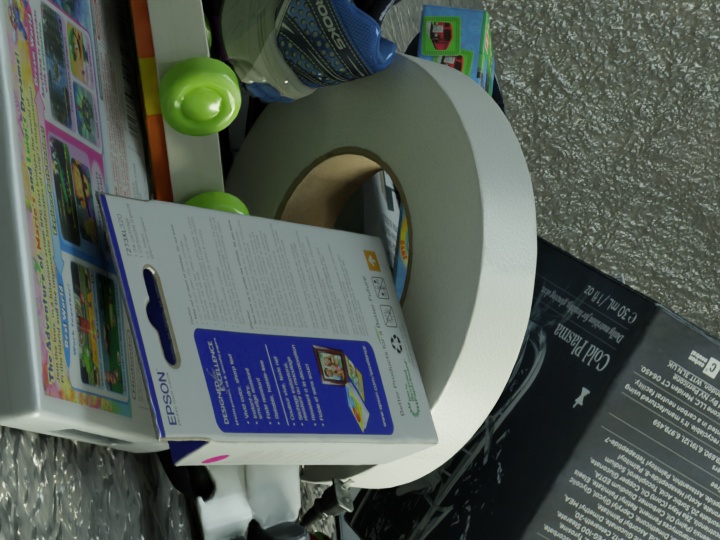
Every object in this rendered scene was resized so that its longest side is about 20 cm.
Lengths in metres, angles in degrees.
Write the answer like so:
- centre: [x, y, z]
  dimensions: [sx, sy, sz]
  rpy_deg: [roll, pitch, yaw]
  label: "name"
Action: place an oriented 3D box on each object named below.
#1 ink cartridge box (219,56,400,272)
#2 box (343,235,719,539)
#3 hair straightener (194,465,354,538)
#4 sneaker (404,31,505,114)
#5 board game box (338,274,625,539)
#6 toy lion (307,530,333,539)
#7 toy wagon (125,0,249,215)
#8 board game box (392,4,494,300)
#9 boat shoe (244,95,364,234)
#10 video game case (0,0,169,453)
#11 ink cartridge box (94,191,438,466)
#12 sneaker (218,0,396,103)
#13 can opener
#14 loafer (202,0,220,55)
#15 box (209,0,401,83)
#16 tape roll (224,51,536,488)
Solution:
- centre: [-0.018, -0.035, 1.244]
  dimensions: [0.146, 0.084, 0.202]
  rpy_deg: [49, 33, -75]
  label: "ink cartridge box"
- centre: [0.112, 0.105, 1.170]
  dimensions: [0.198, 0.123, 0.200]
  rpy_deg: [-60, -159, 2]
  label: "box"
- centre: [-0.039, 0.090, 0.980]
  dimensions: [0.041, 0.076, 0.202]
  rpy_deg: [-72, 152, -63]
  label: "hair straightener"
- centre: [0.051, -0.056, 1.256]
  dimensions: [0.079, 0.065, 0.201]
  rpy_deg: [-109, -174, -59]
  label: "sneaker"
- centre: [0.082, 0.116, 1.364]
  dimensions: [0.041, 0.198, 0.201]
  rpy_deg: [64, 19, -67]
  label: "board game box"
- centre: [0.034, 0.220, 1.103]
  dimensions: [0.192, 0.069, 0.200]
  rpy_deg: [42, 8, -37]
  label: "toy lion"
- centre: [-0.077, -0.071, 0.957]
  dimensions: [0.156, 0.039, 0.201]
  rpy_deg: [-104, -171, -49]
  label: "toy wagon"
- centre: [0.040, -0.018, 1.096]
  dimensions: [0.151, 0.036, 0.202]
  rpy_deg: [37, 60, -84]
  label: "board game box"
- centre: [-0.041, -0.027, 1.136]
  dimensions: [0.074, 0.066, 0.201]
  rpy_deg: [1, 92, -60]
  label: "boat shoe"
- centre: [-0.112, -0.037, 0.822]
  dimensions: [0.182, 0.023, 0.202]
  rpy_deg: [38, 44, -77]
  label: "video game case"
- centre: [-0.041, 0.027, 0.862]
  dimensions: [0.200, 0.037, 0.095]
  rpy_deg: [10, 61, -60]
  label: "ink cartridge box"
- centre: [0.003, -0.168, 1.009]
  dimensions: [0.077, 0.085, 0.202]
  rpy_deg: [40, 55, -53]
  label: "sneaker"
- centre: [-0.050, 0.123, 0.926]
  dimensions: [0.066, 0.052, 0.202]
  rpy_deg: [6, -76, 53]
  label: "can opener"
- centre: [-0.060, -0.181, 1.153]
  dimensions: [0.201, 0.072, 0.073]
  rpy_deg: [-76, 146, -46]
  label: "loafer"
- centre: [-0.037, -0.208, 1.058]
  dimensions: [0.143, 0.036, 0.202]
  rpy_deg: [-40, 123, -54]
  label: "box"
- centre: [0.000, 0.000, 1.010]
  dimensions: [0.037, 0.202, 0.205]
  rpy_deg: [9, 66, -40]
  label: "tape roll"
